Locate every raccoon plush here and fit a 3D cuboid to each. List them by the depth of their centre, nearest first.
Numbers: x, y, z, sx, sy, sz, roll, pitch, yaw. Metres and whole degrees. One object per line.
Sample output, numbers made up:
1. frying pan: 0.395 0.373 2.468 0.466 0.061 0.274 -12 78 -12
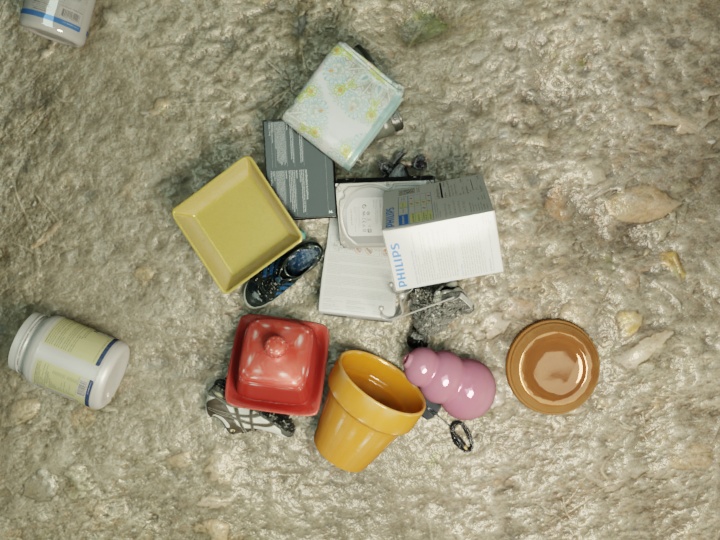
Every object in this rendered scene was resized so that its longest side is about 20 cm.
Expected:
1. raccoon plush: 0.165 0.111 1.588 0.096 0.134 0.203 -7 108 -24

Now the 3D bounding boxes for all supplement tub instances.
1. supplement tub: -0.588 -0.561 1.567 0.130 0.132 0.202 16 91 -1
2. supplement tub: -0.585 0.178 1.590 0.198 0.145 0.146 22 92 -1

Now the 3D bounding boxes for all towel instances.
1. towel: -0.030 -0.325 1.548 0.171 0.048 0.201 37 88 -2

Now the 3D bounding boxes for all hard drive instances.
1. hard drive: 0.052 -0.115 1.578 0.197 0.038 0.141 -1 113 7

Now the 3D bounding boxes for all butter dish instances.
1. butter dish: -0.166 0.171 1.569 0.197 0.148 0.202 8 66 0

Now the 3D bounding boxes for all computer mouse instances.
1. computer mouse: 0.163 0.309 1.652 0.200 0.034 0.059 42 91 -2

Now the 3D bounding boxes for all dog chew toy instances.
1. dog chew toy: 0.174 0.219 1.590 0.199 0.124 0.126 28 92 -17

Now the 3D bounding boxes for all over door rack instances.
1. over door rack: 0.135 0.016 1.525 0.198 0.148 0.067 -12 127 36

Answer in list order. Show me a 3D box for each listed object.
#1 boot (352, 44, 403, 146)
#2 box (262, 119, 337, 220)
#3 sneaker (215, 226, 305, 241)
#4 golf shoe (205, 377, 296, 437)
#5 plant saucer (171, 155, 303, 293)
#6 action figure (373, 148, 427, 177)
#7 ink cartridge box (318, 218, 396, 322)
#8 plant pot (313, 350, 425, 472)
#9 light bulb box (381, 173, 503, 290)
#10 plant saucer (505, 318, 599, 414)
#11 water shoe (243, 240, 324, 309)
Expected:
1. boot: -0.007 -0.346 1.607 0.130 0.068 0.202 -27 94 0
2. box: -0.120 -0.205 1.608 0.139 0.079 0.203 -3 92 4
3. sneaker: -0.206 -0.046 1.622 0.197 0.078 0.092 -6 96 10
4. golf shoe: -0.230 0.305 1.639 0.198 0.078 0.095 29 103 6
5. plant saucer: -0.239 -0.090 1.560 0.199 0.048 0.201 -34 88 9
6. action figure: 0.109 -0.168 1.616 0.199 0.069 0.131 38 97 2
7. ink cartridge box: 0.000 0.000 1.645 0.160 0.050 0.203 6 75 0
8. plant pot: 0.002 0.294 1.584 0.199 0.200 0.184 30 107 -1
9. light bulb box: 0.147 -0.074 1.456 0.197 0.199 0.126 -10 115 7
10. plant saucer: 0.404 0.203 1.646 0.197 0.037 0.203 0 92 0
11. water shoe: -0.164 0.004 1.616 0.199 0.079 0.072 -39 92 2
